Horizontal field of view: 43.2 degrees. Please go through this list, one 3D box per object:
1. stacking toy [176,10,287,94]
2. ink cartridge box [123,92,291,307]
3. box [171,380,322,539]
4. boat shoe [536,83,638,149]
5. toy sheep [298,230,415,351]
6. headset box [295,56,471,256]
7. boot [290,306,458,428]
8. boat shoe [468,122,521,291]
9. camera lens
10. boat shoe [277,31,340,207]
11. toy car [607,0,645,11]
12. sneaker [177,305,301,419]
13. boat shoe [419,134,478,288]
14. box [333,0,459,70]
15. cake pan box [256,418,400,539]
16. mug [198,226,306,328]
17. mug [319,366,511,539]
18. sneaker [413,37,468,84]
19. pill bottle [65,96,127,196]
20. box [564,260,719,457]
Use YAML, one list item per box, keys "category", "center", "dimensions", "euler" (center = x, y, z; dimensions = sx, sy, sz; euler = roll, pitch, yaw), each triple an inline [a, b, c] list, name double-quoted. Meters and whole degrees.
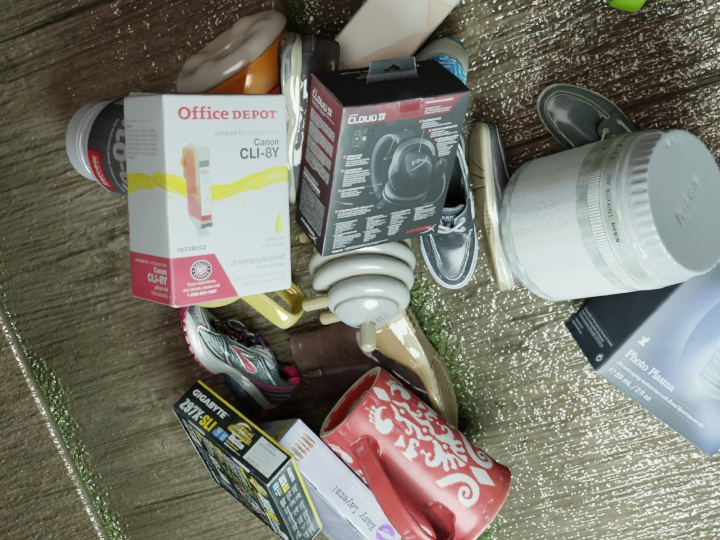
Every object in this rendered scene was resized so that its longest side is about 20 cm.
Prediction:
- category: "stacking toy"
  center: [-0.102, -0.180, 1.045]
  dimensions: [0.146, 0.146, 0.200]
  euler: [-29, 118, 13]
- category: "ink cartridge box"
  center: [-0.150, -0.076, 0.904]
  dimensions: [0.083, 0.145, 0.201]
  euler: [9, 104, 48]
- category: "box"
  center: [-0.130, 0.235, 1.073]
  dimensions: [0.159, 0.049, 0.200]
  euler: [30, 152, 28]
- category: "boat shoe"
  center: [0.287, -0.142, 1.032]
  dimensions: [0.200, 0.062, 0.073]
  euler: [38, 105, -5]
- category: "toy sheep"
  center: [0.000, 0.000, 1.060]
  dimensions: [0.137, 0.138, 0.201]
  euler: [-9, 69, 8]
- category: "headset box"
  center: [0.021, -0.125, 0.945]
  dimensions: [0.148, 0.077, 0.201]
  euler: [-14, 133, -26]
- category: "boot"
  center: [0.020, 0.139, 1.148]
  dimensions: [0.166, 0.072, 0.201]
  euler: [-21, 104, 23]
- category: "boat shoe"
  center: [0.171, -0.077, 1.062]
  dimensions: [0.064, 0.072, 0.201]
  euler: [-12, 102, -3]
- category: "camera lens"
  center: [0.258, -0.055, 0.957]
  dimensions: [0.200, 0.160, 0.161]
  euler: [-11, 109, 51]
- category: "boat shoe"
  center: [-0.050, -0.154, 0.968]
  dimensions: [0.073, 0.075, 0.201]
  euler: [-3, 130, -7]
- category: "toy car"
  center: [0.255, -0.392, 0.932]
  dimensions: [0.163, 0.158, 0.201]
  euler: [14, 95, -11]
- category: "sneaker"
  center: [-0.154, 0.095, 1.126]
  dimensions: [0.075, 0.081, 0.200]
  euler: [-34, 125, 7]
- category: "boat shoe"
  center: [0.102, -0.070, 1.068]
  dimensions: [0.071, 0.068, 0.201]
  euler: [-1, 105, 6]
- category: "box"
  center: [0.035, -0.271, 1.007]
  dimensions: [0.078, 0.095, 0.200]
  euler: [41, 107, -7]
- category: "cake pan box"
  center: [-0.051, 0.270, 1.125]
  dimensions: [0.200, 0.184, 0.052]
  euler: [46, 69, -6]
- category: "mug"
  center: [-0.148, -0.024, 1.063]
  dimensions: [0.186, 0.153, 0.150]
  euler: [11, 106, 2]
- category: "mug"
  center: [0.063, 0.218, 1.045]
  dimensions: [0.200, 0.178, 0.133]
  euler: [43, 87, -6]
- category: "sneaker"
  center: [0.053, -0.181, 1.042]
  dimensions: [0.076, 0.081, 0.200]
  euler: [39, 126, -14]
- category: "pill bottle"
  center: [-0.236, -0.135, 1.019]
  dimensions: [0.199, 0.114, 0.115]
  euler: [14, 110, 39]
- category: "box"
  center: [0.380, 0.067, 1.030]
  dimensions: [0.200, 0.123, 0.199]
  euler: [34, 106, -19]
